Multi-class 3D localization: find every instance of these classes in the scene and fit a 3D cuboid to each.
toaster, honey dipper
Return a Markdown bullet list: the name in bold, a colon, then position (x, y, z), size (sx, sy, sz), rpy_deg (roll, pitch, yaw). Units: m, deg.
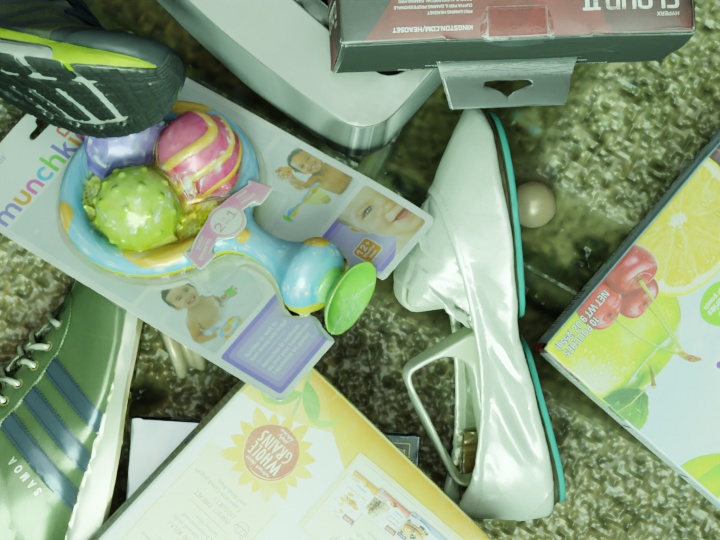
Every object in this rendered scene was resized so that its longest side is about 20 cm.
- **toaster**: position (-0.015, -0.165, 1.078), size (0.181, 0.119, 0.200), rpy_deg (42, 87, 1)
- **honey dipper**: position (0.000, 0.000, 1.117), size (0.200, 0.038, 0.038), rpy_deg (-20, 89, -7)

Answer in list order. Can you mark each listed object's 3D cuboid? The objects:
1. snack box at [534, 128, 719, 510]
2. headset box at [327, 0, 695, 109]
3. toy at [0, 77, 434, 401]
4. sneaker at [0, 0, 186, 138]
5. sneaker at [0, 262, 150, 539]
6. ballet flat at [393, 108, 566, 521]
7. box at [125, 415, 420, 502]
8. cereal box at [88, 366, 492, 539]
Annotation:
- **snack box**: position (0.201, 0.008, 1.110), size (0.142, 0.053, 0.200), rpy_deg (41, 87, -1)
- **headset box**: position (0.058, -0.169, 0.983), size (0.149, 0.077, 0.200), rpy_deg (-3, 87, -4)
- **toy**: position (-0.080, -0.037, 1.056), size (0.200, 0.047, 0.115), rpy_deg (31, 67, 21)
- **sneaker**: position (-0.153, -0.120, 1.061), size (0.200, 0.074, 0.081), rpy_deg (21, 76, 35)
- **sneaker**: position (-0.154, 0.069, 1.089), size (0.090, 0.067, 0.200), rpy_deg (11, 91, -7)
- **ballet flat**: position (0.049, 0.026, 1.081), size (0.069, 0.069, 0.200), rpy_deg (-11, 105, -2)
- **box**: position (-0.047, 0.172, 1.103), size (0.136, 0.038, 0.200), rpy_deg (4, 88, -3)
- **cereal box**: position (-0.053, 0.152, 1.060), size (0.144, 0.040, 0.200), rpy_deg (45, 86, -6)
